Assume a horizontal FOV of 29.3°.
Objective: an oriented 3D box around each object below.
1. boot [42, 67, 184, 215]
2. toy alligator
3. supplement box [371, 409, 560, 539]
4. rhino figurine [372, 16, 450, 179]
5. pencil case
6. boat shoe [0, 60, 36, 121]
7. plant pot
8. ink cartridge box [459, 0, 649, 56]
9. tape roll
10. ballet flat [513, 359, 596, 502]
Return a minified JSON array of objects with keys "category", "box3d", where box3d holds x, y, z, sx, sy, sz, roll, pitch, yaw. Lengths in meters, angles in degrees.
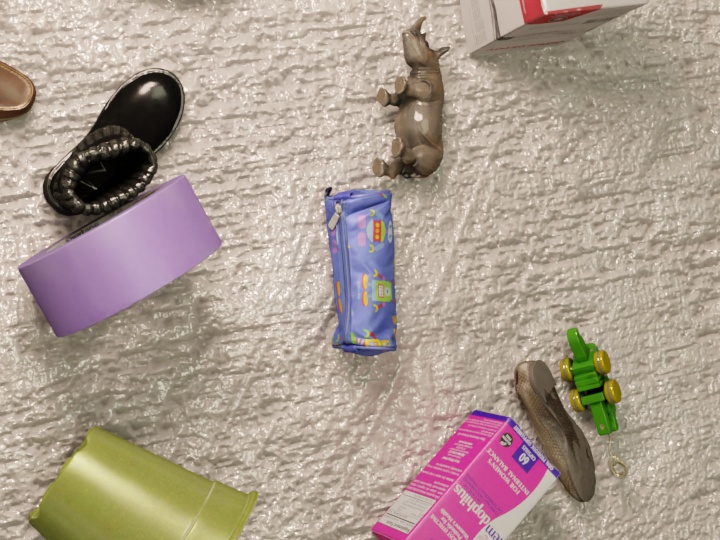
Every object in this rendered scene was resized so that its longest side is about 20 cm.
[{"category":"boot","box3d":[-0.248,-0.137,1.465,0.079,0.158,0.212,41,75,-16]},{"category":"toy alligator","box3d":[0.303,0.162,1.739,0.054,0.059,0.201,-32,103,-61]},{"category":"supplement box","box3d":[0.125,0.275,1.636,0.200,0.103,0.101,-47,106,-15]},{"category":"rhino figurine","box3d":[0.066,-0.205,1.646,0.087,0.060,0.202,9,84,-41]},{"category":"pencil case","box3d":[0.000,0.000,1.603,0.087,0.078,0.202,-1,88,-51]},{"category":"boat shoe","box3d":[-0.437,-0.207,1.439,0.199,0.067,0.072,17,82,-21]},{"category":"plant pot","box3d":[-0.241,0.267,1.458,0.189,0.200,0.201,35,76,-4]},{"category":"ink cartridge box","box3d":[0.225,-0.325,1.641,0.146,0.200,0.083,-11,89,-22]},{"category":"tape roll","box3d":[-0.251,-0.017,1.438,0.199,0.200,0.085,-31,101,-20]},{"category":"ballet flat","box3d":[0.240,0.202,1.718,0.067,0.046,0.201,-45,113,-49]}]
